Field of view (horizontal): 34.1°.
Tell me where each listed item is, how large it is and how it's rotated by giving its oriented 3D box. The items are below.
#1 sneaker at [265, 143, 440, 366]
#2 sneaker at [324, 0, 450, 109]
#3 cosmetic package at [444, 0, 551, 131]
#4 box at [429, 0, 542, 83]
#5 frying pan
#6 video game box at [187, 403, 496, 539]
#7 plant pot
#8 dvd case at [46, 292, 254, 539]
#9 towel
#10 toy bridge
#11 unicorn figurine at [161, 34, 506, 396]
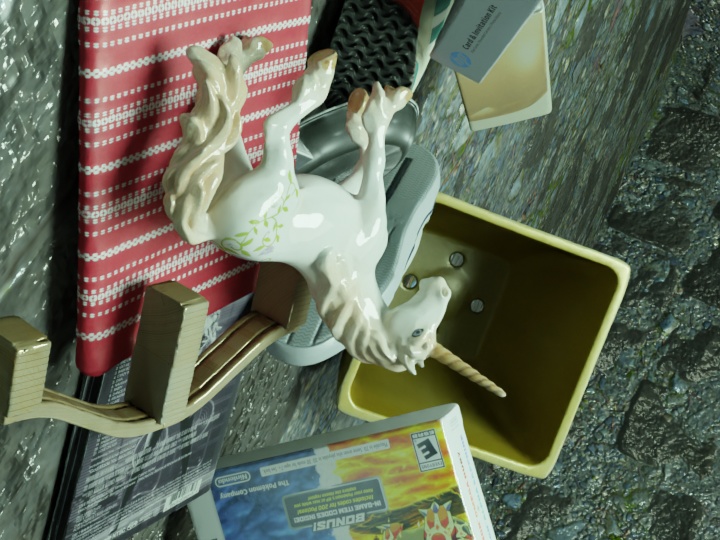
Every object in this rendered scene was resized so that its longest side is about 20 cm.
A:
[{"bbox_3d":[0.000,0.000,0.758,0.200,0.073,0.071,-53,158,-40],"label":"sneaker"},{"bbox_3d":[0.026,-0.184,0.757,0.093,0.070,0.200,-111,-139,-86],"label":"sneaker"},{"bbox_3d":[0.097,-0.189,0.880,0.200,0.071,0.106,51,27,-72],"label":"cosmetic package"},{"bbox_3d":[0.114,-0.231,0.694,0.200,0.041,0.156,-65,-175,-22],"label":"box"},{"bbox_3d":[-0.020,-0.076,0.671,0.115,0.031,0.190,-25,166,3],"label":"frying pan"},{"bbox_3d":[-0.006,0.200,0.786,0.047,0.199,0.183,-27,100,-69],"label":"video game box"},{"bbox_3d":[0.091,0.040,1.051,0.200,0.194,0.196,-125,-124,-80],"label":"plant pot"},{"bbox_3d":[-0.110,0.065,0.673,0.149,0.016,0.201,-21,133,-60],"label":"dvd case"},{"bbox_3d":[-0.080,-0.056,0.561,0.144,0.022,0.201,-30,137,-47],"label":"towel"},{"bbox_3d":[-0.092,0.040,0.552,0.200,0.027,0.067,-15,125,-54],"label":"toy bridge"},{"bbox_3d":[-0.014,-0.028,0.564,0.199,0.074,0.138,14,87,-32],"label":"unicorn figurine"}]
